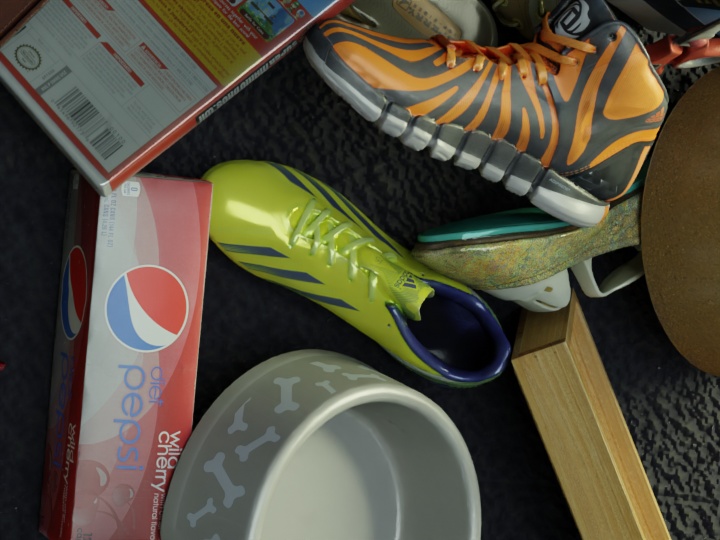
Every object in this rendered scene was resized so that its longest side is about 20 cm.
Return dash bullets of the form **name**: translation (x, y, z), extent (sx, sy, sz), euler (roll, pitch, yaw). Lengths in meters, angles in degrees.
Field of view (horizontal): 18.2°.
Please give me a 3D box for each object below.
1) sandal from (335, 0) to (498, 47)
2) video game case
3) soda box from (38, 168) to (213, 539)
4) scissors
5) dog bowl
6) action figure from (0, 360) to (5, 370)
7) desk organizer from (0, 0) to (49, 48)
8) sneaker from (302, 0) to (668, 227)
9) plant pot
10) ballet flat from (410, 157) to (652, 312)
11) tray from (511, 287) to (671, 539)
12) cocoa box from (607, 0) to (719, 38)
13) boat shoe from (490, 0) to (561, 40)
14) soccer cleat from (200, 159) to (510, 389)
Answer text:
- **sandal**: translation (-0.005, -0.165, 1.221), extent (0.200, 0.054, 0.080), euler (31, 82, -14)
- **video game case**: translation (-0.101, -0.150, 1.165), extent (0.200, 0.017, 0.143), euler (-39, 75, -11)
- **soda box**: translation (-0.124, 0.048, 1.186), extent (0.063, 0.070, 0.200), euler (4, 93, -23)
- **scissors**: translation (0.169, -0.119, 1.189), extent (0.073, 0.200, 0.014), euler (-9, 89, 4)
- **dog bowl**: translation (-0.014, 0.145, 1.207), extent (0.200, 0.059, 0.201), euler (-7, 100, -42)
- **action figure**: translation (-0.239, 0.136, 1.163), extent (0.065, 0.052, 0.200), euler (16, 91, -26)
- **desk organizer**: translation (-0.206, -0.135, 1.097), extent (0.200, 0.072, 0.077), euler (-42, 105, 13)
- **sneaker**: translation (0.073, -0.110, 1.170), extent (0.200, 0.078, 0.112), euler (23, 111, -27)
- **plant pot**: translation (0.290, -0.024, 1.246), extent (0.186, 0.200, 0.187), euler (-4, 96, -42)
- **ballet flat**: translation (0.115, -0.012, 1.259), extent (0.200, 0.071, 0.071), euler (-19, 102, -38)
- **tray**: translation (0.138, 0.119, 1.280), extent (0.037, 0.099, 0.200), euler (-19, 103, 13)
- **cocoa box**: translation (0.204, -0.199, 1.208), extent (0.131, 0.200, 0.134), euler (11, 90, 22)
- **boat shoe**: translation (0.101, -0.169, 1.262), extent (0.066, 0.074, 0.200), euler (-5, 105, 2)
- **soccer cleat**: translation (0.001, -0.001, 1.223), extent (0.200, 0.084, 0.065), euler (34, 82, -21)
